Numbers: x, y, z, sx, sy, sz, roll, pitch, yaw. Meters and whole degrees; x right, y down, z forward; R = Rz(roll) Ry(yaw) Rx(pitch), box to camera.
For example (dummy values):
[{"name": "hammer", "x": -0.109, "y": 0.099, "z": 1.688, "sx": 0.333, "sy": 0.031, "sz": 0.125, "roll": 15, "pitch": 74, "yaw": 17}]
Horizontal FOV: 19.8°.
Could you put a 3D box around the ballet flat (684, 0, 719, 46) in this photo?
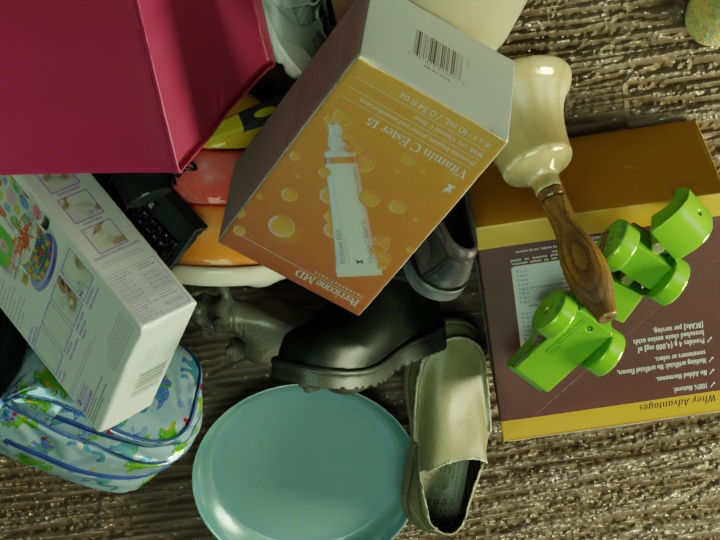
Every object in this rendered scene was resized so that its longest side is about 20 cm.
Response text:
[{"name": "ballet flat", "x": 0.333, "y": -0.235, "z": 1.579, "sx": 0.200, "sy": 0.071, "sz": 0.071, "roll": -37, "pitch": 114, "yaw": 17}]

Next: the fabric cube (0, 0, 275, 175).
[{"name": "fabric cube", "x": -0.200, "y": -0.194, "z": 1.472, "sx": 0.199, "sy": 0.200, "sz": 0.197, "roll": -1, "pitch": 117, "yaw": 21}]

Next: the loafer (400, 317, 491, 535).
[{"name": "loafer", "x": 0.078, "y": 0.138, "z": 1.757, "sx": 0.076, "sy": 0.067, "sz": 0.201, "roll": -7, "pitch": 113, "yaw": -19}]

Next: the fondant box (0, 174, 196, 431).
[{"name": "fondant box", "x": -0.222, "y": 0.003, "z": 1.583, "sx": 0.200, "sy": 0.058, "sz": 0.144, "roll": 49, "pitch": 141, "yaw": 17}]

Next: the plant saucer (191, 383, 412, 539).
[{"name": "plant saucer", "x": -0.048, "y": 0.178, "z": 1.815, "sx": 0.200, "sy": 0.027, "sz": 0.201, "roll": -1, "pitch": 118, "yaw": -2}]

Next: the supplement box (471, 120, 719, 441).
[{"name": "supplement box", "x": 0.194, "y": 0.009, "z": 1.669, "sx": 0.197, "sy": 0.133, "sz": 0.200, "roll": -8, "pitch": 119, "yaw": 2}]

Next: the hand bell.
[{"name": "hand bell", "x": 0.146, "y": -0.049, "z": 1.531, "sx": 0.104, "sy": 0.200, "sz": 0.104, "roll": -18, "pitch": 155, "yaw": -9}]

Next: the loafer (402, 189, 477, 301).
[{"name": "loafer", "x": 0.059, "y": -0.076, "z": 1.585, "sx": 0.072, "sy": 0.200, "sz": 0.063, "roll": 5, "pitch": 148, "yaw": -24}]

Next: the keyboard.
[{"name": "keyboard", "x": -0.202, "y": -0.080, "z": 1.592, "sx": 0.200, "sy": 0.040, "sz": 0.104, "roll": 44, "pitch": 102, "yaw": 22}]

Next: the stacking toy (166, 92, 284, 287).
[{"name": "stacking toy", "x": -0.110, "y": -0.094, "z": 1.621, "sx": 0.146, "sy": 0.146, "sz": 0.201, "roll": 1, "pitch": 104, "yaw": -2}]

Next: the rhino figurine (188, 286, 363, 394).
[{"name": "rhino figurine", "x": -0.072, "y": 0.052, "z": 1.687, "sx": 0.200, "sy": 0.087, "sz": 0.060, "roll": 23, "pitch": 76, "yaw": -27}]

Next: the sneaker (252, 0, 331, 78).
[{"name": "sneaker", "x": -0.049, "y": -0.226, "z": 1.564, "sx": 0.082, "sy": 0.075, "sz": 0.200, "roll": -20, "pitch": 117, "yaw": 11}]

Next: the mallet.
[{"name": "mallet", "x": -0.094, "y": -0.099, "z": 1.552, "sx": 0.199, "sy": 0.041, "sz": 0.066, "roll": -14, "pitch": 83, "yaw": -13}]

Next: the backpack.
[{"name": "backpack", "x": -0.227, "y": 0.097, "z": 1.691, "sx": 0.154, "sy": 0.163, "sz": 0.200, "roll": -29, "pitch": 123, "yaw": 31}]

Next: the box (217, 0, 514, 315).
[{"name": "box", "x": 0.003, "y": -0.084, "z": 1.475, "sx": 0.124, "sy": 0.098, "sz": 0.200, "roll": 28, "pitch": 128, "yaw": -15}]

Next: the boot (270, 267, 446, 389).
[{"name": "boot", "x": -0.002, "y": 0.000, "z": 1.614, "sx": 0.079, "sy": 0.211, "sz": 0.158, "roll": 6, "pitch": 104, "yaw": 29}]

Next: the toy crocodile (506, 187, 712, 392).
[{"name": "toy crocodile", "x": 0.187, "y": 0.016, "z": 1.569, "sx": 0.067, "sy": 0.062, "sz": 0.200, "roll": 31, "pitch": 117, "yaw": -17}]

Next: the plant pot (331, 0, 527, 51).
[{"name": "plant pot", "x": 0.049, "y": -0.219, "z": 1.527, "sx": 0.187, "sy": 0.188, "sz": 0.200, "roll": 5, "pitch": 132, "yaw": -5}]
